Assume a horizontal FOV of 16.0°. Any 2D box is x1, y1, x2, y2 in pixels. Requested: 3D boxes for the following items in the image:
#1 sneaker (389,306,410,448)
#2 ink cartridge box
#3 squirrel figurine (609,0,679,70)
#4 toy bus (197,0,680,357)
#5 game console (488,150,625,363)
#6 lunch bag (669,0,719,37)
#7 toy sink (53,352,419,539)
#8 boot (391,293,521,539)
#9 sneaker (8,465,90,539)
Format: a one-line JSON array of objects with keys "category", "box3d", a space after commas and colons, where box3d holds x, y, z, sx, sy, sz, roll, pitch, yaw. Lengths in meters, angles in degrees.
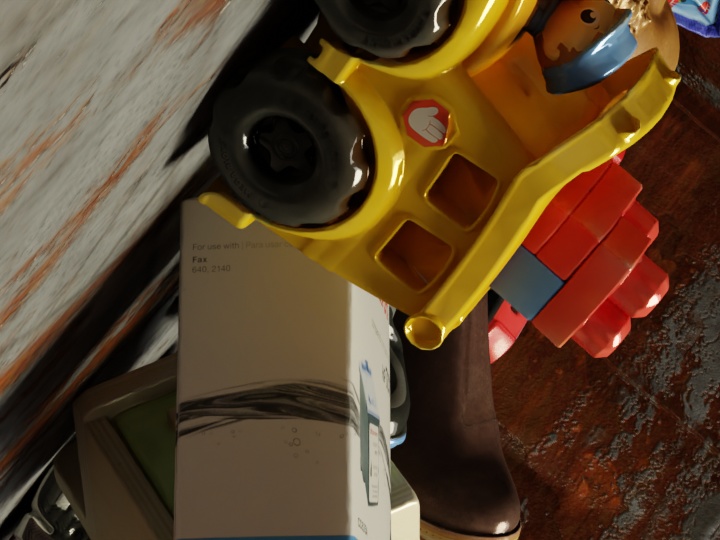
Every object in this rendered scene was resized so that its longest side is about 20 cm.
[{"category": "sneaker", "box3d": [-0.011, 0.003, 1.306, 0.083, 0.070, 0.201, 119, -29, -47]}, {"category": "ink cartridge box", "box3d": [-0.034, 0.081, 1.170, 0.147, 0.085, 0.202, 63, 27, -73]}, {"category": "squirrel figurine", "box3d": [0.115, -0.172, 1.151, 0.187, 0.141, 0.200, -58, 178, 11]}, {"category": "toy bus", "box3d": [0.058, -0.064, 1.028, 0.200, 0.192, 0.136, -55, 173, 37]}, {"category": "game console", "box3d": [0.061, -0.037, 1.624, 0.201, 0.176, 0.031, -58, 135, -17]}, {"category": "lunch bag", "box3d": [0.203, -0.266, 1.507, 0.201, 0.093, 0.151, 109, -8, -51]}, {"category": "toy sink", "box3d": [-0.072, 0.108, 1.338, 0.130, 0.200, 0.113, -21, 137, -19]}, {"category": "boot", "box3d": [0.041, 0.032, 1.335, 0.072, 0.200, 0.167, -2, 124, -27]}, {"category": "sneaker", "box3d": [-0.188, 0.188, 1.477, 0.200, 0.076, 0.116, -52, 180, -3]}]
